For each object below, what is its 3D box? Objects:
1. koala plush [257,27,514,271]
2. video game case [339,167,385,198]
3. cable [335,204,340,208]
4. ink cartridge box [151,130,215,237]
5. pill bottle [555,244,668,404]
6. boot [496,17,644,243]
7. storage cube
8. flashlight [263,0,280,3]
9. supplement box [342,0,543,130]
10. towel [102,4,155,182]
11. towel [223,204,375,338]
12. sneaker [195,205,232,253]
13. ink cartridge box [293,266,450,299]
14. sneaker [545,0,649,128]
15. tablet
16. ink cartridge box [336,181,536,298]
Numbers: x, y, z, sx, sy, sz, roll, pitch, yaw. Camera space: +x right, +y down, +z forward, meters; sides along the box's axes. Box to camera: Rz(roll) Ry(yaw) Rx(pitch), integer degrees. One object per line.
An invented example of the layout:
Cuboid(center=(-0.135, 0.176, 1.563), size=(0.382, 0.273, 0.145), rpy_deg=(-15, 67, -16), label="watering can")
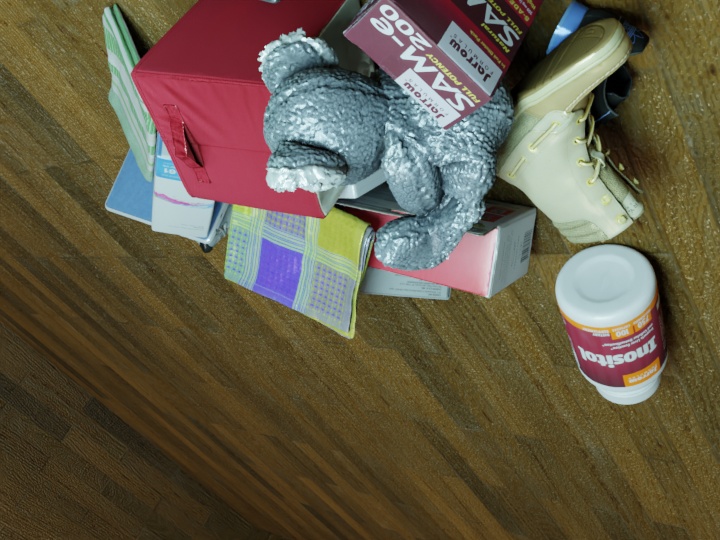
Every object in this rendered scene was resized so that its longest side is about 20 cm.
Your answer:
Cuboid(center=(0.008, -0.119, 0.682), size=(0.198, 0.179, 0.184), rpy_deg=(9, 150, -21), label="koala plush")
Cuboid(center=(-0.043, -0.120, 0.960), size=(0.198, 0.143, 0.018), rpy_deg=(5, 117, 38), label="video game case")
Cuboid(center=(0.010, -0.062, 1.125), size=(0.096, 0.051, 0.200), rpy_deg=(-9, 148, 26), label="cable")
Cuboid(center=(-0.227, -0.153, 1.051), size=(0.083, 0.146, 0.200), rpy_deg=(5, 155, -13), label="ink cartridge box")
Cuboid(center=(0.308, 0.073, 0.961), size=(0.112, 0.114, 0.201), rpy_deg=(8, 145, 34), label="pill bottle")
Cuboid(center=(0.195, -0.108, 0.686), size=(0.155, 0.073, 0.200), rpy_deg=(41, 147, -6), label="boot")
Cuboid(center=(-0.096, -0.182, 0.846), size=(0.178, 0.201, 0.172), rpy_deg=(10, 141, 25), label="storage cube")
Cuboid(center=(-0.163, -0.330, 0.814), size=(0.198, 0.068, 0.068), rpy_deg=(24, -166, 18), label="flashlight")
Cuboid(center=(0.082, -0.220, 0.613), size=(0.108, 0.201, 0.061), rpy_deg=(38, 150, -17), label="supplement box")
Cuboid(center=(-0.308, -0.230, 1.067), size=(0.154, 0.023, 0.200), rpy_deg=(64, 156, 15), label="towel")
Cuboid(center=(-0.076, -0.019, 0.914), size=(0.198, 0.023, 0.145), rpy_deg=(25, 119, 23), label="towel")
Cuboid(center=(-0.186, -0.058, 1.211), size=(0.199, 0.116, 0.075), rpy_deg=(32, 152, -4), label="sneaker")
Cuboid(center=(0.000, 0.000, 1.045), size=(0.197, 0.044, 0.174), rpy_deg=(5, -176, -12), label="ink cartridge box")
Cuboid(center=(0.203, -0.152, 0.746), size=(0.077, 0.070, 0.201), rpy_deg=(28, 151, 16), label="sneaker")
Cuboid(center=(-0.278, -0.124, 1.185), size=(0.198, 0.132, 0.014), rpy_deg=(18, 170, 22), label="tablet")
Cuboid(center=(0.078, -0.039, 0.923), size=(0.198, 0.175, 0.085), rpy_deg=(14, 109, 28), label="ink cartridge box")
